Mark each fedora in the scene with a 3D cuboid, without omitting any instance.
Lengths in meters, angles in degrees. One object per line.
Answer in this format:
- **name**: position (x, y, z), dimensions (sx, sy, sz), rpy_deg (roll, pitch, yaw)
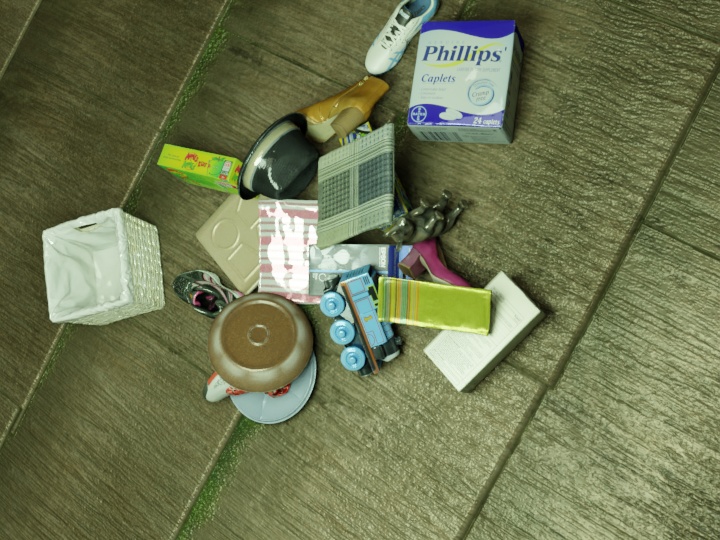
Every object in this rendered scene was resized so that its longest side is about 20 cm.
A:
- **fedora**: position (-0.142, -0.198, 1.649), dimensions (0.091, 0.200, 0.202), rpy_deg (34, 94, 13)

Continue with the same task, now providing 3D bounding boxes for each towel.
- **towel**: position (0.124, 0.061, 1.481), dimensions (0.197, 0.018, 0.087), rpy_deg (7, 116, 17)
- **towel**: position (-0.008, -0.148, 1.577), dimensions (0.199, 0.034, 0.195), rpy_deg (-17, 65, 44)
- **towel**: position (-0.128, -0.036, 1.673), dimensions (0.144, 0.030, 0.203), rpy_deg (1, 93, 7)

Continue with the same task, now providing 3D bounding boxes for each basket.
- **basket**: position (-0.524, 0.002, 1.789), dimensions (0.196, 0.161, 0.203), rpy_deg (-14, 75, 19)

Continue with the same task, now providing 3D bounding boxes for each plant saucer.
- **plant saucer**: position (-0.187, 0.124, 1.604), dimensions (0.197, 0.037, 0.203), rpy_deg (0, 62, 0)

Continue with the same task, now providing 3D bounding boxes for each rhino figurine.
- **rhino figurine**: position (0.107, -0.083, 1.541), dimensions (0.060, 0.199, 0.088), rpy_deg (51, 130, 15)

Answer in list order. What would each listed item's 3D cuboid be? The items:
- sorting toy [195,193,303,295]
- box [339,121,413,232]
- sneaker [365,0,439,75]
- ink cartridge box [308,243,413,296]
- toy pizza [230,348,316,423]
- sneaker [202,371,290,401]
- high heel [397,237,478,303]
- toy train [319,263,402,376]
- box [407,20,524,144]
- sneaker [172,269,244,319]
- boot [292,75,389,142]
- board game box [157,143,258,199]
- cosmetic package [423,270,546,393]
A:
- **sorting toy**: position (-0.221, -0.074, 1.753), dimensions (0.185, 0.036, 0.200), rpy_deg (-46, 64, 9)
- **box**: position (0.034, -0.174, 1.650), dimensions (0.069, 0.064, 0.202), rpy_deg (-28, 71, 15)
- **sneaker**: position (0.074, -0.468, 1.681), dimensions (0.072, 0.072, 0.201), rpy_deg (43, 99, 20)
- **ink cartridge box**: position (0.000, 0.000, 1.621), dimensions (0.197, 0.039, 0.101), rpy_deg (0, 92, 11)
- **toy pizza**: position (-0.172, 0.195, 1.686), dimensions (0.197, 0.032, 0.203), rpy_deg (-4, 79, 22)
- **sneaker**: position (-0.205, 0.210, 1.642), dimensions (0.201, 0.067, 0.108), rpy_deg (-42, 66, 8)
- **high heel**: position (0.159, -0.006, 1.541), dimensions (0.096, 0.068, 0.199), rpy_deg (-44, 48, -17)
- **toy train**: position (0.002, 0.092, 1.574), dimensions (0.113, 0.087, 0.202), rpy_deg (-19, 101, 11)
- **box**: position (0.194, -0.345, 1.594), dimensions (0.181, 0.105, 0.203), rpy_deg (5, 82, 22)
- **sneaker**: position (-0.311, 0.046, 1.720), dimensions (0.198, 0.086, 0.082), rpy_deg (16, 95, 37)
- **boot**: position (-0.038, -0.323, 1.705), dimensions (0.144, 0.071, 0.200), rpy_deg (-49, 35, -19)
- **board game box**: position (-0.302, -0.200, 1.749), dimensions (0.198, 0.101, 0.048), rpy_deg (15, 80, 32)
- **cosmetic package**: position (0.218, 0.110, 1.523), dimensions (0.200, 0.071, 0.105), rpy_deg (-44, 68, 9)
